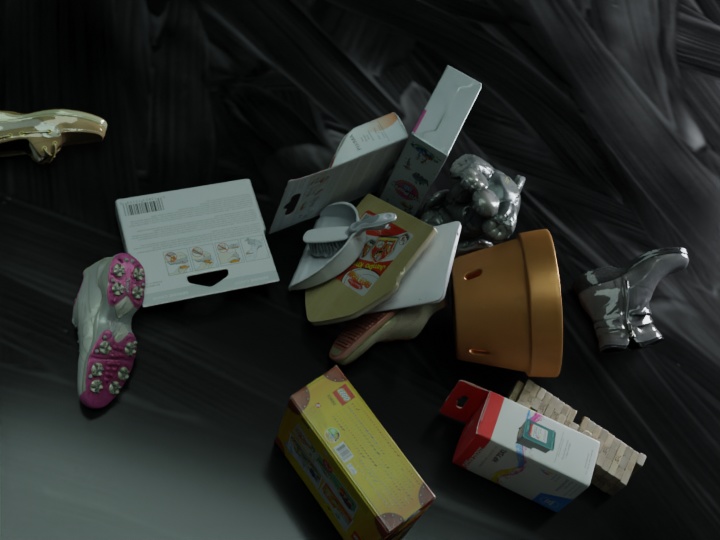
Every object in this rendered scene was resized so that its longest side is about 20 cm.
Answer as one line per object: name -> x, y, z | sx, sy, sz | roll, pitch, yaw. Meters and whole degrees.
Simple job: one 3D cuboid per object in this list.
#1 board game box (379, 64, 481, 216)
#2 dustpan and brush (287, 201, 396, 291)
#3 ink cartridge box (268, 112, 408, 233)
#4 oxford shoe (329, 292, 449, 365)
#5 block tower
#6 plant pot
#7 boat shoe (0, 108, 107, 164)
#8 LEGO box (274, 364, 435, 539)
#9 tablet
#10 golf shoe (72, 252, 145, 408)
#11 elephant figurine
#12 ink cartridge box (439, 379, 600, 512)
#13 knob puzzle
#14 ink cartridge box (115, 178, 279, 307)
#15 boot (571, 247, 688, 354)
board game box -> 0.097, -0.176, 1.478 | 0.064, 0.201, 0.149 | 28, 57, 2
dustpan and brush -> -0.020, -0.048, 1.386 | 0.057, 0.198, 0.141 | 48, 50, -38
ink cartridge box -> -0.042, -0.138, 1.446 | 0.198, 0.163, 0.051 | -21, 73, -24
oxford shoe -> 0.046, 0.076, 1.400 | 0.199, 0.071, 0.074 | -37, 112, -12
block tower -> 0.286, 0.229, 1.378 | 0.198, 0.054, 0.058 | 32, 59, 6
plant pot -> 0.196, 0.048, 1.391 | 0.137, 0.201, 0.203 | -3, 60, 4
boat shoe -> -0.460, -0.186, 1.433 | 0.196, 0.074, 0.068 | -3, 74, -13
LEGO box -> -0.013, 0.242, 1.242 | 0.077, 0.150, 0.201 | -30, 71, -27
tablet -> 0.044, 0.000, 1.392 | 0.014, 0.198, 0.132 | 45, 49, -37
golf shoe -> -0.338, 0.079, 1.313 | 0.090, 0.075, 0.203 | -2, 70, 35
elephant figurine -> 0.132, -0.066, 1.480 | 0.154, 0.200, 0.143 | 28, 37, -26
ink cartridge box -> 0.196, 0.230, 1.319 | 0.197, 0.117, 0.068 | 24, 58, 2
knob puzzle -> 0.000, 0.000, 1.399 | 0.030, 0.217, 0.222 | 45, 49, -37
ink cartridge box -> -0.228, -0.034, 1.411 | 0.197, 0.044, 0.176 | -11, 64, -19
boot -> 0.423, 0.050, 1.514 | 0.197, 0.070, 0.133 | -18, 69, -10
